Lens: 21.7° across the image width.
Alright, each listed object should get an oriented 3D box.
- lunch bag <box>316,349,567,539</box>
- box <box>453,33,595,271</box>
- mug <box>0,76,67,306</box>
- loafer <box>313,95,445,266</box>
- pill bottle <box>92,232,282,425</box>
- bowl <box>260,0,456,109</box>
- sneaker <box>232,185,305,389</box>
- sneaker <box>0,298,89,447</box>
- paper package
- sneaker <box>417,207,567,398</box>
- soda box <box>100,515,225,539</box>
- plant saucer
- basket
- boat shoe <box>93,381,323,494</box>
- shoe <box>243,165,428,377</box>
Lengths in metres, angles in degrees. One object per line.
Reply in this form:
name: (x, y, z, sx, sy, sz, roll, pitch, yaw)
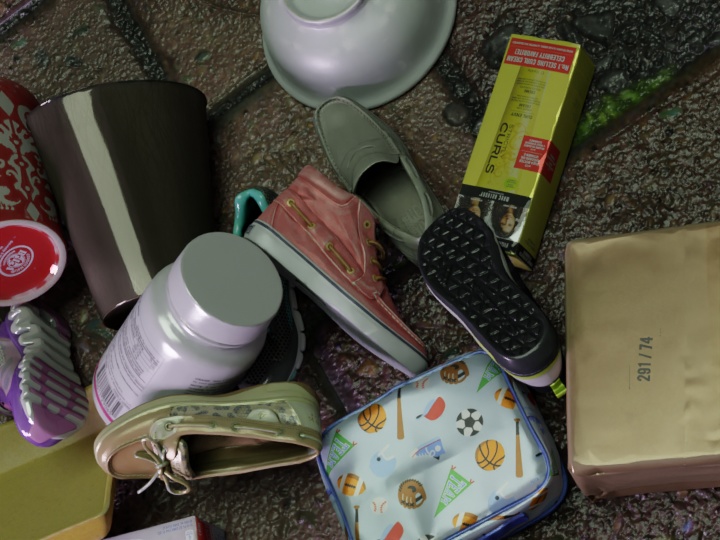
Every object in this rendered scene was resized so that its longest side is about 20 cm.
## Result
lunch bag: (0.066, 0.172, 1.583, 0.199, 0.076, 0.161, -30, 65, 9)
box: (0.143, -0.105, 1.664, 0.075, 0.050, 0.201, 14, 77, 27)
mug: (-0.349, -0.057, 1.794, 0.132, 0.178, 0.201, -8, 44, -17)
loafer: (0.018, -0.088, 1.697, 0.070, 0.070, 0.200, -41, 63, 3)
pill bottle: (-0.149, 0.062, 1.631, 0.200, 0.113, 0.114, -51, 51, 45)
bowl: (-0.017, -0.256, 1.764, 0.199, 0.090, 0.203, -7, 69, 20)
sneaker: (-0.096, 0.015, 1.696, 0.077, 0.091, 0.202, -7, 69, 21)
sneaker: (-0.311, 0.107, 1.737, 0.088, 0.080, 0.201, -41, 32, 11)
paper package: (0.264, 0.074, 1.519, 0.189, 0.103, 0.202, -7, 68, 19)
sneaker: (0.112, 0.034, 1.579, 0.071, 0.083, 0.201, -34, 49, 5)
soda box: (-0.218, 0.277, 1.668, 0.198, 0.063, 0.071, -16, 66, 16)
plant saucer: (-0.293, 0.203, 1.697, 0.199, 0.049, 0.201, -24, 31, 14)
basket: (-0.204, -0.057, 1.743, 0.136, 0.179, 0.202, -37, 63, 53)
boat shoe: (-0.130, 0.146, 1.593, 0.198, 0.074, 0.063, -14, 47, 5)
shoe: (0.000, 0.000, 1.644, 0.200, 0.071, 0.091, 40, 80, -1)
